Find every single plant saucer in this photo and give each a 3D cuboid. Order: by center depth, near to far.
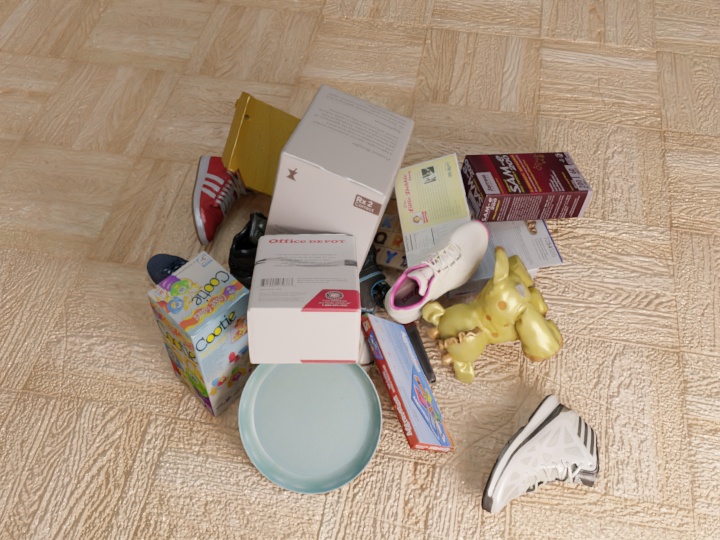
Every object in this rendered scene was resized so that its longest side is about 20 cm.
[{"bbox_3d":[-0.068,0.199,1.071,0.194,0.027,0.206,0,94,2],"label":"plant saucer"}]

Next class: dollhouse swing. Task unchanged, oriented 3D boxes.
[{"bbox_3d":[-0.150,-0.204,1.397,0.196,0.175,0.186,20,79,-26],"label":"dollhouse swing"}]

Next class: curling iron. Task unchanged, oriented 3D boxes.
[{"bbox_3d":[0.068,0.095,1.218,0.049,0.026,0.202,-21,54,-12],"label":"curling iron"}]

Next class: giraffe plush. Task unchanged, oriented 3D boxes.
[{"bbox_3d":[0.187,0.079,1.164,0.160,0.199,0.176,-31,64,18],"label":"giraffe plush"}]

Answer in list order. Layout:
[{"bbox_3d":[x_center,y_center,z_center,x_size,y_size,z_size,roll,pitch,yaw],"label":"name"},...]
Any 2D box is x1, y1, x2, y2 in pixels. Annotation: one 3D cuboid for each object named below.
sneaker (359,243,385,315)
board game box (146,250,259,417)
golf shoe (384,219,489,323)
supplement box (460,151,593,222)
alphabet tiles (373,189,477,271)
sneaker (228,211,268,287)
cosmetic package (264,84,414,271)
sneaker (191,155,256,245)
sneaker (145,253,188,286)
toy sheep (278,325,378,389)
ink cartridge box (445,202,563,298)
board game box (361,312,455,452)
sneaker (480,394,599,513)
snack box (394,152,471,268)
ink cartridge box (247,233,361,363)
[{"bbox_3d":[0.000,0.000,1.257,0.080,0.074,0.203,22,46,-5],"label":"sneaker"},{"bbox_3d":[-0.212,0.093,1.113,0.102,0.202,0.104,37,59,27],"label":"board game box"},{"bbox_3d":[0.115,0.002,1.172,0.200,0.091,0.075,-45,79,3],"label":"golf shoe"},{"bbox_3d":[0.274,-0.141,1.321,0.195,0.062,0.110,-4,46,-16],"label":"supplement box"},{"bbox_3d":[0.089,-0.071,1.320,0.196,0.008,0.169,12,59,28],"label":"alphabet tiles"},{"bbox_3d":[-0.120,-0.043,1.277,0.194,0.116,0.077,-12,53,-11],"label":"sneaker"},{"bbox_3d":[-0.031,-0.140,1.202,0.161,0.167,0.202,21,45,2],"label":"cosmetic package"},{"bbox_3d":[-0.230,-0.131,1.373,0.109,0.072,0.203,-5,49,1],"label":"sneaker"},{"bbox_3d":[-0.265,0.009,1.254,0.197,0.086,0.075,25,56,20],"label":"sneaker"},{"bbox_3d":[-0.047,0.112,1.143,0.196,0.139,0.140,22,53,0],"label":"toy sheep"},{"bbox_3d":[0.213,-0.055,1.324,0.194,0.044,0.199,-8,50,-7],"label":"ink cartridge box"},{"bbox_3d":[0.065,0.158,1.113,0.019,0.102,0.203,-36,58,23],"label":"board game box"},{"bbox_3d":[0.251,0.263,1.050,0.114,0.077,0.200,31,56,26],"label":"sneaker"},{"bbox_3d":[0.121,-0.090,1.284,0.113,0.037,0.204,-14,57,10],"label":"snack box"},{"bbox_3d":[-0.073,0.033,1.064,0.141,0.085,0.201,0,29,-2],"label":"ink cartridge box"}]
